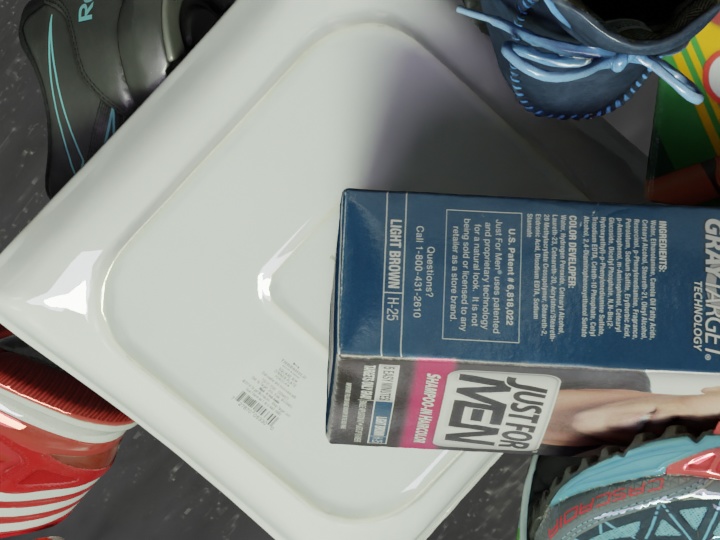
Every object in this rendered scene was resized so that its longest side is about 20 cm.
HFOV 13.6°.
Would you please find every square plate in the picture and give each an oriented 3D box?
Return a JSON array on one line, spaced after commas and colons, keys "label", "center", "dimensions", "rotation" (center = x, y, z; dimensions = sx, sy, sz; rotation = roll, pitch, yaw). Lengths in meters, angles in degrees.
[{"label": "square plate", "center": [0.000, 0.000, 1.066], "dimensions": [0.200, 0.028, 0.198], "rotation": [40, 98, -23]}]

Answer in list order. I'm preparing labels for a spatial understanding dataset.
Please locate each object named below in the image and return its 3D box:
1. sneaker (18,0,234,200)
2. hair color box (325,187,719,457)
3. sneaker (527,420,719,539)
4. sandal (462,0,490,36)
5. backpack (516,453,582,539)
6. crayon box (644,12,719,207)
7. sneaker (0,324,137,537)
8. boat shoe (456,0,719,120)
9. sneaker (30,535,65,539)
[{"label": "sneaker", "center": [-0.066, -0.023, 1.112], "dimensions": [0.079, 0.075, 0.201], "rotation": [-1, 117, 28]}, {"label": "hair color box", "center": [0.089, 0.022, 0.999], "dimensions": [0.199, 0.061, 0.100], "rotation": [2, 160, -1]}, {"label": "sneaker", "center": [0.152, 0.105, 0.984], "dimensions": [0.199, 0.096, 0.079], "rotation": [2, 157, 10]}, {"label": "sandal", "center": [0.053, -0.133, 0.969], "dimensions": [0.075, 0.048, 0.201], "rotation": [-18, 154, 9]}, {"label": "backpack", "center": [0.143, 0.160, 1.104], "dimensions": [0.176, 0.201, 0.151], "rotation": [-3, 145, 15]}, {"label": "crayon box", "center": [0.167, -0.106, 0.994], "dimensions": [0.126, 0.051, 0.201], "rotation": [9, 127, 9]}, {"label": "sneaker", "center": [-0.192, 0.048, 1.184], "dimensions": [0.199, 0.079, 0.116], "rotation": [27, 126, -4]}, {"label": "boat shoe", "center": [0.074, -0.094, 0.920], "dimensions": [0.084, 0.069, 0.200], "rotation": [-8, 153, -5]}, {"label": "sneaker", "center": [-0.154, 0.134, 1.230], "dimensions": [0.198, 0.071, 0.094], "rotation": [11, 142, 0]}]
